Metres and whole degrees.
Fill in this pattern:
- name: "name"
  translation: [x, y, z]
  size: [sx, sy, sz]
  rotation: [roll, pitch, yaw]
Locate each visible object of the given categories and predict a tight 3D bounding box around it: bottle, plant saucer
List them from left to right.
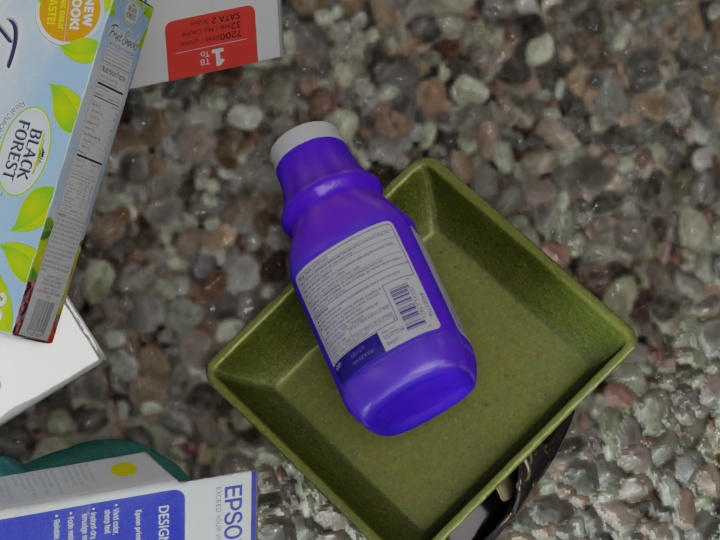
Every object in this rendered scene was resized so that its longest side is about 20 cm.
- name: "bottle"
  translation: [0.000, 0.000, 1.643]
  size: [0.083, 0.065, 0.200]
  rotation: [-31, 59, 9]
- name: "plant saucer"
  translation: [0.040, 0.061, 1.666]
  size: [0.200, 0.048, 0.200]
  rotation: [-44, 60, -6]

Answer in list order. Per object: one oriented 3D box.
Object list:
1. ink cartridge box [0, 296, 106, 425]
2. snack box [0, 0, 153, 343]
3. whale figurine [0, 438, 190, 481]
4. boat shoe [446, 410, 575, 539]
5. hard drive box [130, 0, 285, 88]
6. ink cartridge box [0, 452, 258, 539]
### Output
- name: "ink cartridge box"
  translation: [-0.257, 0.069, 1.605]
  size: [0.200, 0.146, 0.084]
  rotation: [-31, 93, -8]
- name: "snack box"
  translation: [-0.226, -0.078, 1.512]
  size: [0.168, 0.068, 0.200]
  rotation: [17, 89, 16]
- name: "whale figurine"
  translation: [-0.162, 0.141, 1.602]
  size: [0.159, 0.200, 0.104]
  rotation: [31, 85, 32]
- name: "boat shoe"
  translation: [0.085, 0.123, 1.700]
  size: [0.074, 0.073, 0.200]
  rotation: [29, 87, -9]
- name: "hard drive box"
  translation: [-0.132, -0.215, 1.601]
  size: [0.156, 0.077, 0.200]
  rotation: [-15, 123, -19]
- name: "ink cartridge box"
  translation: [-0.159, 0.197, 1.519]
  size: [0.200, 0.047, 0.198]
  rotation: [-9, 122, -19]
